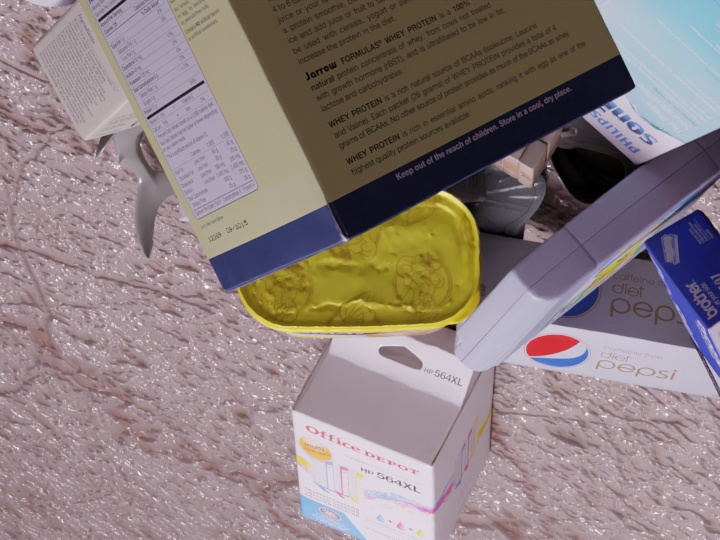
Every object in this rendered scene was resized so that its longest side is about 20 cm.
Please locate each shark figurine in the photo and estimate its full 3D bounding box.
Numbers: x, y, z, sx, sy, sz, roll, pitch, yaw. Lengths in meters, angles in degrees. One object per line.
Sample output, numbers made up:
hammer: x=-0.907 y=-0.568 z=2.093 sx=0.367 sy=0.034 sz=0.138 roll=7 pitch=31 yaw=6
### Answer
shark figurine: x=-0.170 y=-0.101 z=1.511 sx=0.128 sy=0.090 sz=0.215 roll=32 pitch=147 yaw=-1

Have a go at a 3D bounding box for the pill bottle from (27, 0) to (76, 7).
pill bottle: x=-0.188 y=-0.254 z=1.282 sx=0.104 sy=0.104 sz=0.200 roll=30 pitch=149 yaw=0

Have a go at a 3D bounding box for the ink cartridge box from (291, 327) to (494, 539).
ink cartridge box: x=0.027 y=0.126 z=1.638 sx=0.128 sy=0.125 sz=0.200 roll=20 pitch=148 yaw=16

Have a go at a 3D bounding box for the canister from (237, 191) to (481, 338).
canister: x=0.000 y=0.000 z=1.291 sx=0.148 sy=0.087 sz=0.200 roll=-2 pitch=175 yaw=1

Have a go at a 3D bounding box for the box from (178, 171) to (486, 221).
box: x=-0.024 y=-0.093 z=1.343 sx=0.101 sy=0.113 sz=0.200 roll=5 pitch=171 yaw=-44

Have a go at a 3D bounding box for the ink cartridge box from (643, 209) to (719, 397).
ink cartridge box: x=0.248 y=0.060 z=1.280 sx=0.200 sy=0.044 sz=0.094 roll=57 pitch=-177 yaw=-41

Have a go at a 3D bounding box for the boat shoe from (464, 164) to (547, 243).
boat shoe: x=0.084 y=-0.054 z=1.403 sx=0.074 sy=0.065 sz=0.202 roll=11 pitch=155 yaw=-6

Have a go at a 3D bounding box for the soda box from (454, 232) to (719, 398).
soda box: x=0.169 y=0.032 z=1.391 sx=0.200 sy=0.068 sz=0.064 roll=9 pitch=148 yaw=0

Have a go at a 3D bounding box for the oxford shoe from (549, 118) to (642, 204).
oxford shoe: x=0.126 y=-0.117 z=1.271 sx=0.075 sy=0.058 sz=0.200 roll=2 pitch=138 yaw=42

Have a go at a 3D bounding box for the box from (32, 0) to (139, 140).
box: x=-0.127 y=-0.171 z=1.318 sx=0.200 sy=0.068 sz=0.082 roll=-34 pitch=82 yaw=41

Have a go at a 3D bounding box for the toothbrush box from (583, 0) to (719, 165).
toothbrush box: x=0.182 y=-0.160 z=1.133 sx=0.146 sy=0.085 sz=0.200 roll=39 pitch=148 yaw=-16

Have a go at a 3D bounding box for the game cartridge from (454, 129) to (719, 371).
game cartridge: x=0.152 y=-0.019 z=1.256 sx=0.040 sy=0.200 sz=0.133 roll=48 pitch=150 yaw=11

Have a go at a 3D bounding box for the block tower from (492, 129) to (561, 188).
block tower: x=0.030 y=-0.125 z=1.201 sx=0.200 sy=0.054 sz=0.058 roll=31 pitch=173 yaw=8

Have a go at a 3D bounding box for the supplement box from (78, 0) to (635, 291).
supplement box: x=-0.009 y=-0.129 z=1.005 sx=0.134 sy=0.200 sz=0.200 roll=-21 pitch=97 yaw=58
